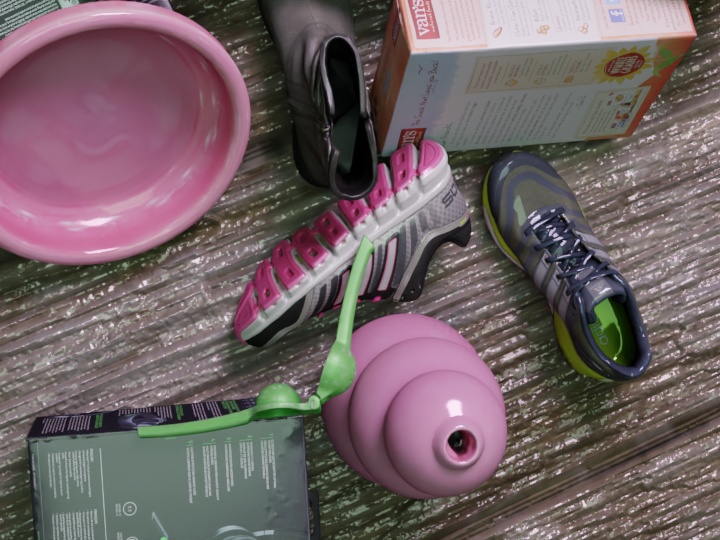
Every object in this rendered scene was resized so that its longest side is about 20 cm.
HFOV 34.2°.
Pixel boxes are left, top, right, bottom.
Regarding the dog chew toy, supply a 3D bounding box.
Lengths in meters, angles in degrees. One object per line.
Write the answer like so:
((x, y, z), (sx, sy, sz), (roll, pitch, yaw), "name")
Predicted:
((0.042, 0.097, 0.793), (0.123, 0.200, 0.126), (-1, 93, -10), "dog chew toy")

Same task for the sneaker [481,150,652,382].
((0.161, -0.002, 0.869), (0.074, 0.081, 0.201), (-35, 99, -7), "sneaker")

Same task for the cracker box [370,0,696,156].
((0.114, -0.143, 0.820), (0.198, 0.134, 0.058), (-6, 68, -11), "cracker box")

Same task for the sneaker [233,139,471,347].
((0.000, 0.000, 0.842), (0.200, 0.074, 0.088), (-40, 117, 4), "sneaker")

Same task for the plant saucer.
((-0.173, -0.093, 0.771), (0.199, 0.051, 0.202), (-18, 139, -16), "plant saucer")

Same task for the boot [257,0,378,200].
((-0.021, -0.149, 0.799), (0.067, 0.131, 0.202), (-12, 96, -10), "boot")

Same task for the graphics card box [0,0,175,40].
((-0.213, -0.212, 0.799), (0.125, 0.051, 0.201), (-28, 99, -8), "graphics card box")

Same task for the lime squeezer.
((-0.049, 0.067, 0.766), (0.200, 0.038, 0.071), (-40, 94, -7), "lime squeezer")

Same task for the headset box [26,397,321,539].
((-0.124, 0.185, 0.822), (0.198, 0.093, 0.176), (-5, 94, -11), "headset box")
